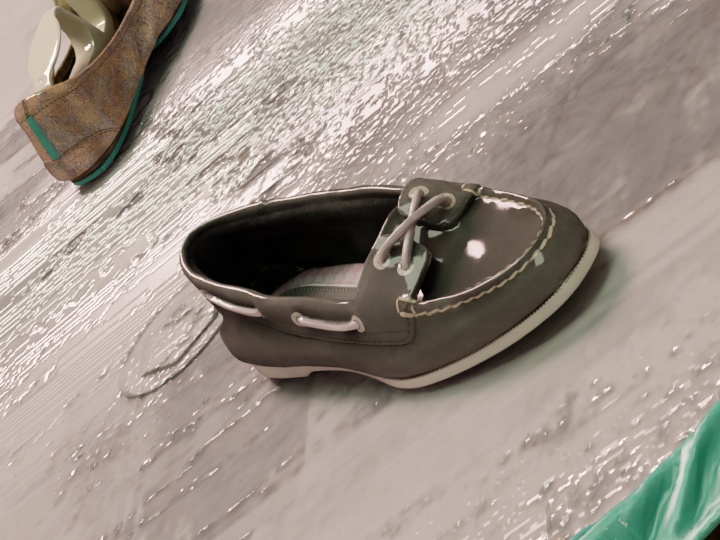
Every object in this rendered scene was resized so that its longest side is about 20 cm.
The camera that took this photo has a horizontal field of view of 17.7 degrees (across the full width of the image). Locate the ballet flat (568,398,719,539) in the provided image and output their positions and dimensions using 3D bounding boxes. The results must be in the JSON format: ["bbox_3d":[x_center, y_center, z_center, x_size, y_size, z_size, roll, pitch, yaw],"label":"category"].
[{"bbox_3d":[0.086,0.072,0.514,0.200,0.067,0.070,-50,36,-2],"label":"ballet flat"}]

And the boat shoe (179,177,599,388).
[{"bbox_3d":[0.000,0.000,0.800,0.199,0.057,0.067,-11,41,56],"label":"boat shoe"}]

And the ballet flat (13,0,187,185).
[{"bbox_3d":[-0.143,-0.129,1.274,0.068,0.067,0.201,-33,25,29],"label":"ballet flat"}]
